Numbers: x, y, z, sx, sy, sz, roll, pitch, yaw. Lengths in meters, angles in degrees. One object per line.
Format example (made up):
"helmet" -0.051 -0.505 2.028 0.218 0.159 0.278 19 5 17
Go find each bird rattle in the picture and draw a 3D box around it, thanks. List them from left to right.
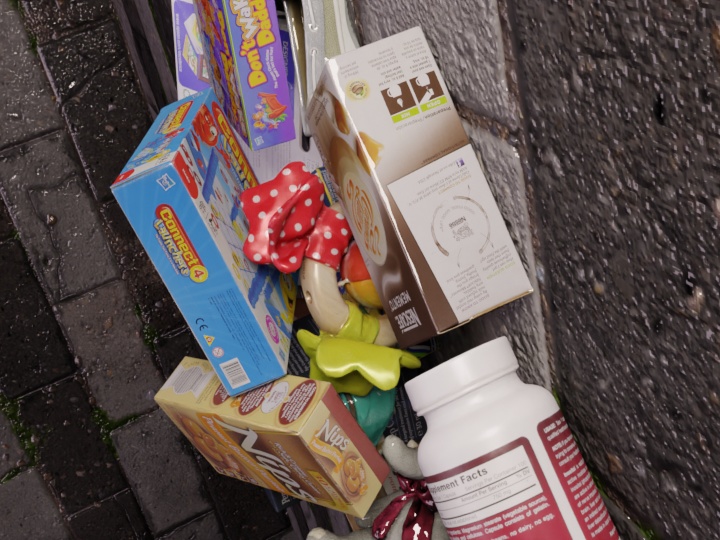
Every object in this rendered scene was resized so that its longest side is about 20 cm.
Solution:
"bird rattle" -0.011 0.002 0.754 0.112 0.161 0.204 -24 88 55

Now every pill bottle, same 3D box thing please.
"pill bottle" 0.109 0.157 0.639 0.113 0.111 0.204 124 123 -73

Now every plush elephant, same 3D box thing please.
"plush elephant" 0.067 0.205 0.814 0.164 0.196 0.159 12 102 59

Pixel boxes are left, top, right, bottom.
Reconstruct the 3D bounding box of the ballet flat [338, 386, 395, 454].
"ballet flat" -0.002 0.162 0.867 0.202 0.069 0.068 106 145 -50

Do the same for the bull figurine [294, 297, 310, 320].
"bull figurine" -0.078 0.064 1.085 0.122 0.195 0.067 83 -160 -76

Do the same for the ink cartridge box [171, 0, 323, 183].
"ink cartridge box" -0.108 -0.176 0.940 0.197 0.043 0.202 23 130 23

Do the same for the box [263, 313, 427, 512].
"box" -0.038 0.138 0.979 0.107 0.196 0.151 45 155 55

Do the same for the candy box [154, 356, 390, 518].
"candy box" -0.081 0.143 0.787 0.197 0.056 0.116 4 137 43

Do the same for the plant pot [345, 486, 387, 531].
"plant pot" 0.006 0.281 1.076 0.202 0.027 0.202 57 160 33

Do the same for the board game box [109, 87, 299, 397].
"board game box" -0.122 -0.032 0.777 0.197 0.055 0.203 -90 -23 -63

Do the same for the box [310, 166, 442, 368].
"box" 0.000 0.000 0.867 0.070 0.064 0.204 -30 82 47

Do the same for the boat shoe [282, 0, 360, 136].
"boat shoe" -0.048 -0.220 0.763 0.074 0.064 0.206 26 135 68

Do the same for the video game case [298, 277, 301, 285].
"video game case" -0.137 -0.017 1.154 0.182 0.195 0.024 -143 62 -64

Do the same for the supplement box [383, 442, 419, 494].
"supplement box" 0.042 0.270 1.131 0.129 0.072 0.200 67 166 0

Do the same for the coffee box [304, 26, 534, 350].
"coffee box" 0.037 -0.054 0.660 0.114 0.078 0.204 137 111 -75

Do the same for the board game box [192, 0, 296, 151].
"board game box" -0.113 -0.228 0.796 0.135 0.044 0.204 -131 28 -53
